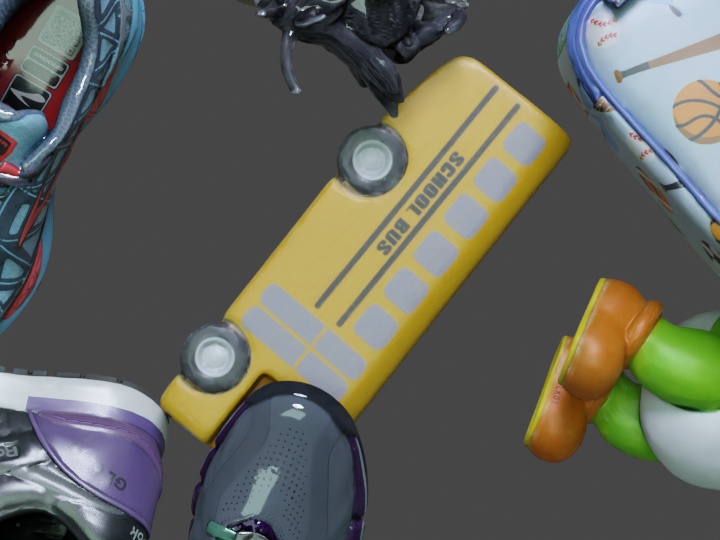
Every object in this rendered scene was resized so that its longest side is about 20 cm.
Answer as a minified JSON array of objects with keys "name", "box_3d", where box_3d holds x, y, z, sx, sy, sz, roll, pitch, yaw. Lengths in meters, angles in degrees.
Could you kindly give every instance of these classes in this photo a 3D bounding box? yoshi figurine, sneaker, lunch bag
[{"name":"yoshi figurine","box_3d":[0.169,0.091,0.917,0.199,0.112,0.113,23,104,1]},{"name":"sneaker","box_3d":[-0.185,0.088,0.923,0.198,0.076,0.088,3,51,3]},{"name":"sneaker","box_3d":[-0.163,-0.054,0.936,0.079,0.096,0.201,23,88,3]},{"name":"lunch bag","box_3d":[0.184,-0.077,0.876,0.160,0.076,0.200,-40,87,-2]},{"name":"sneaker","box_3d":[-0.048,0.147,0.895,0.074,0.088,0.201,17,111,0]}]

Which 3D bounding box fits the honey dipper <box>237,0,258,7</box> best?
[{"name":"honey dipper","box_3d":[-0.027,-0.218,0.971,0.038,0.038,0.202,7,85,3]}]

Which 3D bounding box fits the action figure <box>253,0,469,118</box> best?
[{"name":"action figure","box_3d":[0.009,-0.142,0.914,0.200,0.102,0.119,-42,113,-31]}]

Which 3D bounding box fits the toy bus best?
[{"name":"toy bus","box_3d":[0.000,0.000,0.943,0.078,0.065,0.200,38,89,2]}]
